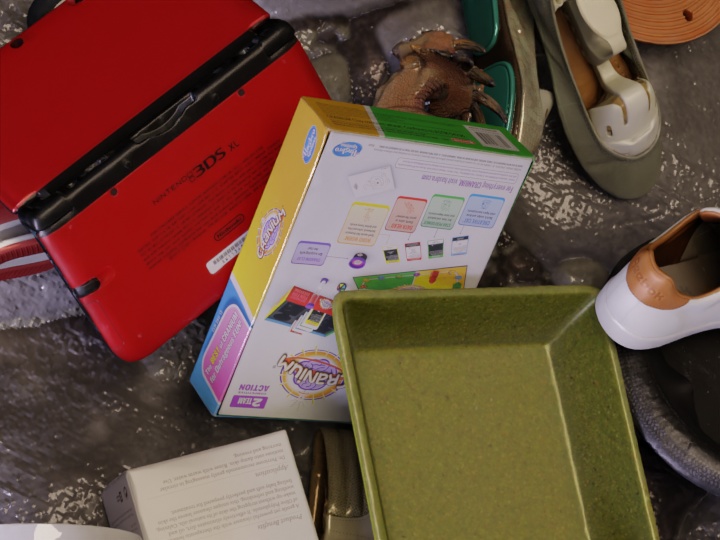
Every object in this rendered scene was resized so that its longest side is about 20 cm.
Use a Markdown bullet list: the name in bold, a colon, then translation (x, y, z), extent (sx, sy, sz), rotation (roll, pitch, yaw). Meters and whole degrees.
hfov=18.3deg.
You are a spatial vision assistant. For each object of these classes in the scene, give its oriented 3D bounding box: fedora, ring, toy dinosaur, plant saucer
- **fedora**: translation (0.233, 0.075, 1.460), extent (0.200, 0.092, 0.201), rotation (7, 59, -12)
- **ring**: translation (0.184, -0.247, 1.560), extent (0.200, 0.019, 0.201), rotation (12, 65, -27)
- **toy dinosaur**: translation (0.046, -0.066, 1.434), extent (0.135, 0.086, 0.200), rotation (-19, 79, -12)
- **plant saucer**: translation (0.075, 0.112, 1.348), extent (0.199, 0.048, 0.201), rotation (-1, 70, -31)

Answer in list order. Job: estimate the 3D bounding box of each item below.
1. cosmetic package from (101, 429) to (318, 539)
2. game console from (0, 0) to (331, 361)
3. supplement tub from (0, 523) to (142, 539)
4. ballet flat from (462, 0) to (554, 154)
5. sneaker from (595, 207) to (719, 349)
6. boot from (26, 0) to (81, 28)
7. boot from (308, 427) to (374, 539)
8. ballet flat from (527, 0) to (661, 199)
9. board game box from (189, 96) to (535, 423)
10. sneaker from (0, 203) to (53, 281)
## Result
- **cosmetic package**: translation (-0.073, 0.208, 1.329), extent (0.107, 0.085, 0.201), rotation (-12, 80, -21)
- **game console**: translation (-0.129, -0.075, 1.351), extent (0.200, 0.119, 0.173), rotation (-39, 119, -17)
- **supplement tub**: translation (-0.183, 0.250, 1.248), extent (0.144, 0.145, 0.201), rotation (4, 75, -18)
- **ballet flat**: translation (0.105, -0.135, 1.498), extent (0.062, 0.067, 0.201), rotation (9, 73, -30)
- **sneaker**: translation (0.246, -0.009, 1.405), extent (0.200, 0.085, 0.073), rotation (-21, 67, -31)
- **boot**: translation (-0.203, -0.256, 1.422), extent (0.165, 0.066, 0.200), rotation (-40, 93, -32)
- **boot**: translation (0.042, 0.194, 1.378), extent (0.155, 0.073, 0.201), rotation (4, 72, -18)
- **ballet flat**: translation (0.160, -0.132, 1.476), extent (0.067, 0.064, 0.200), rotation (-30, 110, -17)
- **board game box**: translation (0.000, 0.000, 1.347), extent (0.153, 0.200, 0.040), rotation (7, 28, -34)
- **sneaker**: translation (-0.274, -0.044, 1.347), extent (0.200, 0.078, 0.116), rotation (-9, 69, -33)
